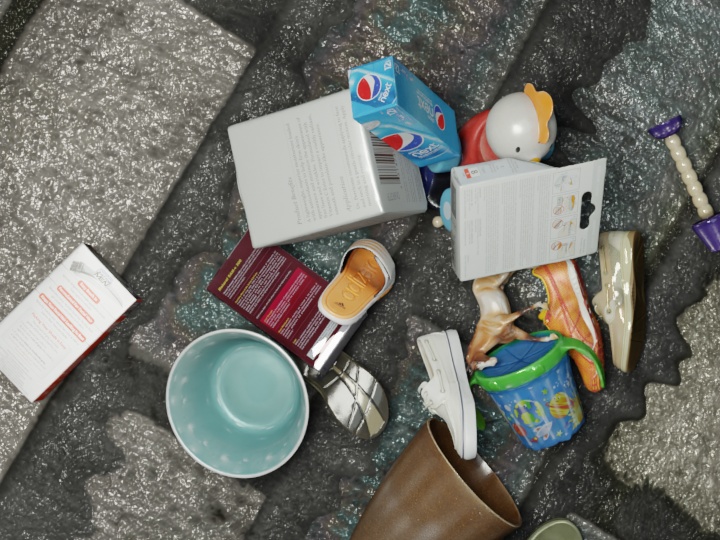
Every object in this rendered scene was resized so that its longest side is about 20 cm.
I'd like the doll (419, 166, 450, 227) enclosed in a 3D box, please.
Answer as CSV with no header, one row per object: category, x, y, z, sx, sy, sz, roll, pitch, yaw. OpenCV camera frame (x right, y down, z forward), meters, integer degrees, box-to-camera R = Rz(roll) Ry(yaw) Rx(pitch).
doll,0.107,-0.129,1.595,0.198,0.048,0.138,12,77,-4

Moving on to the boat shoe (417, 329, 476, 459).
boat shoe,0.114,0.170,1.542,0.069,0.071,0.202,-6,55,-5

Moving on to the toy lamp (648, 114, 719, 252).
toy lamp,0.482,-0.124,1.619,0.058,0.058,0.202,-24,90,-4

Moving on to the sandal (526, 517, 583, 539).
sandal,0.241,0.438,1.585,0.201,0.057,0.080,-44,92,-4

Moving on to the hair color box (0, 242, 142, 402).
hair color box,-0.412,0.072,1.547,0.200,0.064,0.111,-44,90,-3

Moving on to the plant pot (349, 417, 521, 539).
plant pot,0.084,0.338,1.529,0.200,0.187,0.187,-43,92,10

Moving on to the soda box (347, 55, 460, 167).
soda box,0.058,-0.198,1.423,0.064,0.200,0.069,-14,71,25

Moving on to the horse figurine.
horse figurine,0.202,0.038,1.573,0.131,0.050,0.202,-18,66,28

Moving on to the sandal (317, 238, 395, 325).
sandal,0.007,0.005,1.515,0.079,0.207,0.060,31,122,2

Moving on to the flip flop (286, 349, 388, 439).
flip flop,-0.037,0.153,1.579,0.200,0.058,0.081,40,85,14

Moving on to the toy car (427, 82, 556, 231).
toy car,0.210,-0.160,1.499,0.182,0.200,0.179,-7,71,-20

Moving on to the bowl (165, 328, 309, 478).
bowl,-0.154,0.168,1.527,0.198,0.105,0.203,2,100,12

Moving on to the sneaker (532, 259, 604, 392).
sneaker,0.300,0.079,1.604,0.076,0.073,0.202,-19,86,18

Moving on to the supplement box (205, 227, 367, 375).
supplement box,-0.101,0.042,1.548,0.199,0.061,0.109,36,85,11

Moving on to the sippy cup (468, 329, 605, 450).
sippy cup,0.246,0.172,1.563,0.139,0.177,0.131,-35,103,-32

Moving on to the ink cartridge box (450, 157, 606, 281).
ink cartridge box,0.217,-0.078,1.475,0.198,0.050,0.163,-13,131,-9

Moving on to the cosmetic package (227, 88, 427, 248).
cosmetic package,-0.042,-0.134,1.493,0.198,0.165,0.167,-12,89,25

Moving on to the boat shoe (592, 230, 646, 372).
boat shoe,0.369,0.044,1.607,0.064,0.072,0.203,1,93,31
